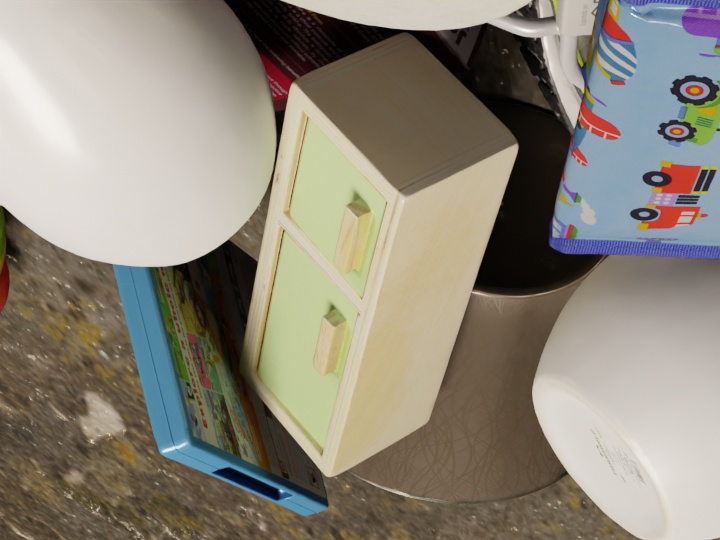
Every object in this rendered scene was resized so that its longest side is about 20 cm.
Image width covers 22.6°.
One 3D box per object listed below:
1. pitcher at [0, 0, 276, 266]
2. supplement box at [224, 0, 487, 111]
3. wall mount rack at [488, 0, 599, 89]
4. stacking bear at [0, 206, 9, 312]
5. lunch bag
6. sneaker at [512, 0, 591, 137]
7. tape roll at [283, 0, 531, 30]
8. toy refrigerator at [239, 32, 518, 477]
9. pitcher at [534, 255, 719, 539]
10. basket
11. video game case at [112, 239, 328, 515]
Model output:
[{"bbox_3d":[-0.135,-0.070,0.704,0.121,0.172,0.200,48,180,43],"label":"pitcher"},{"bbox_3d":[-0.049,-0.127,0.810,0.200,0.061,0.109,-6,143,41],"label":"supplement box"},{"bbox_3d":[0.071,-0.142,0.645,0.174,0.075,0.200,-10,150,-3],"label":"wall mount rack"},{"bbox_3d":[-0.270,-0.018,1.110,0.114,0.121,0.200,23,162,11],"label":"stacking bear"},{"bbox_3d":[0.175,-0.060,0.588,0.200,0.094,0.151,12,150,4],"label":"lunch bag"},{"bbox_3d":[0.123,-0.082,0.780,0.081,0.074,0.200,-29,123,4],"label":"sneaker"},{"bbox_3d":[-0.015,-0.156,0.582,0.203,0.037,0.203,21,153,11],"label":"tape roll"},{"bbox_3d":[0.000,0.000,0.794,0.076,0.070,0.200,48,147,25],"label":"toy refrigerator"},{"bbox_3d":[0.159,-0.002,0.724,0.172,0.200,0.121,60,162,-22],"label":"pitcher"},{"bbox_3d":[0.055,0.016,0.928,0.180,0.136,0.200,8,148,-1],"label":"basket"},{"bbox_3d":[-0.070,0.038,0.886,0.018,0.143,0.200,-20,160,11],"label":"video game case"}]
